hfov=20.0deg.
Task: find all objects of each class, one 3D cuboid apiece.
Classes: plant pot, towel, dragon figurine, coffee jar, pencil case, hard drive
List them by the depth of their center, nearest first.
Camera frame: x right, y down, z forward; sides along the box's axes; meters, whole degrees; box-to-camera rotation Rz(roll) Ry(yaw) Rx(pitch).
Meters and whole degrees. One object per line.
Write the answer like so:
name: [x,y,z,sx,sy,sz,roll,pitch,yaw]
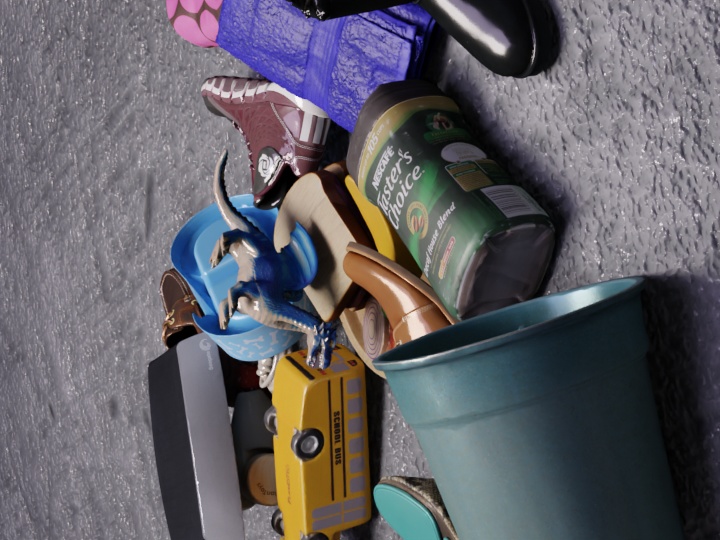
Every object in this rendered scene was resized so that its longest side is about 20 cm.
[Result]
plant pot: [0.131,0.127,1.436,0.200,0.200,0.196,-13,94,61]
coffee jar: [0.065,-0.059,1.592,0.200,0.085,0.104,54,141,40]
towel: [-0.033,-0.196,1.688,0.200,0.050,0.148,34,131,21]
dragon figurine: [-0.073,-0.004,1.741,0.059,0.099,0.200,122,141,-60]
pencil case: [-0.106,-0.255,1.848,0.200,0.091,0.094,3,87,59]
hard drive: [-0.156,0.165,1.911,0.135,0.042,0.200,149,114,-64]

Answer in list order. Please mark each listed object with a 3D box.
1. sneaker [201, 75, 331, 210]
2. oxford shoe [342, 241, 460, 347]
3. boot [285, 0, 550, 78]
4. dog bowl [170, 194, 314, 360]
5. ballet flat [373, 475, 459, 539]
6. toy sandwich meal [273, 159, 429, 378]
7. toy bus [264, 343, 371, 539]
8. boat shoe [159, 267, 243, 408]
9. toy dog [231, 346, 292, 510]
sneaker: [-0.095,-0.114,1.849,0.200,0.076,0.116,10,90,60]
oxford shoe: [0.048,0.051,1.603,0.200,0.071,0.071,42,180,26]
boot: [0.032,-0.212,1.525,0.198,0.162,0.073,62,148,31]
dog bowl: [-0.105,0.008,1.884,0.050,0.111,0.200,62,180,-39]
ballet flat: [0.086,0.213,1.651,0.200,0.075,0.068,35,143,58]
toy sandwich meal: [0.000,0.000,1.742,0.205,0.070,0.205,27,121,56]
toy bus: [-0.037,0.172,1.840,0.065,0.078,0.200,36,135,55]
boat shoe: [-0.164,0.064,2.062,0.200,0.070,0.070,51,141,44]
toy dog: [-0.075,0.139,1.929,0.132,0.096,0.200,33,112,60]
